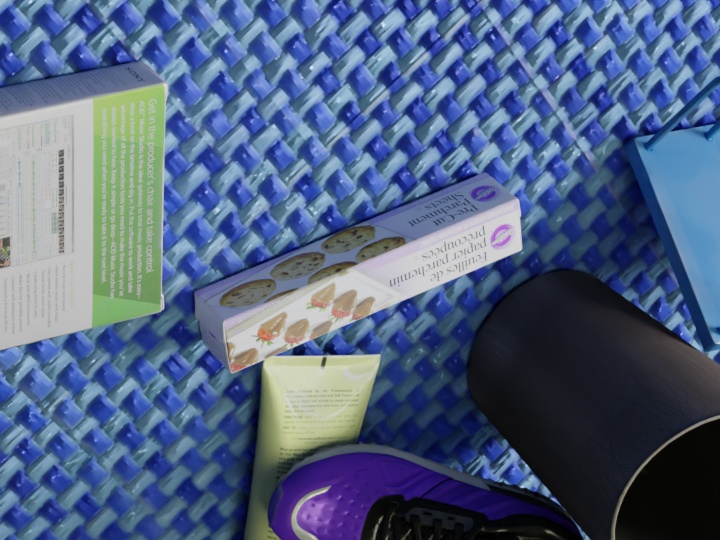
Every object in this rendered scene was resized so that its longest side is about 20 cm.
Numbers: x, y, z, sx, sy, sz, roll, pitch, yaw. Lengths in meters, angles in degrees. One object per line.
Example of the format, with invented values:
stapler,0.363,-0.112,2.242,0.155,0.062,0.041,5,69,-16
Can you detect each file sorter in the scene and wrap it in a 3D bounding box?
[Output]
file sorter,0.291,-0.053,1.633,0.199,0.139,0.123,-11,161,-28

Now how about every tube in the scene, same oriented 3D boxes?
tube,-0.039,0.141,1.628,0.058,0.052,0.201,-35,139,-60

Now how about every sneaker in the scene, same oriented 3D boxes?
sneaker,0.048,0.156,1.581,0.199,0.100,0.070,10,104,-16

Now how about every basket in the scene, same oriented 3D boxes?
basket,0.162,0.094,1.626,0.180,0.200,0.136,20,106,-41

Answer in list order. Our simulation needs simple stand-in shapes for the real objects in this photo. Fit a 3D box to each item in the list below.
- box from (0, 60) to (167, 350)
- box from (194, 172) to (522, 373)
box,-0.198,-0.024,1.424,0.199,0.036,0.145,-12,124,-26
box,0.000,0.000,1.567,0.199,0.041,0.039,-22,128,-20
